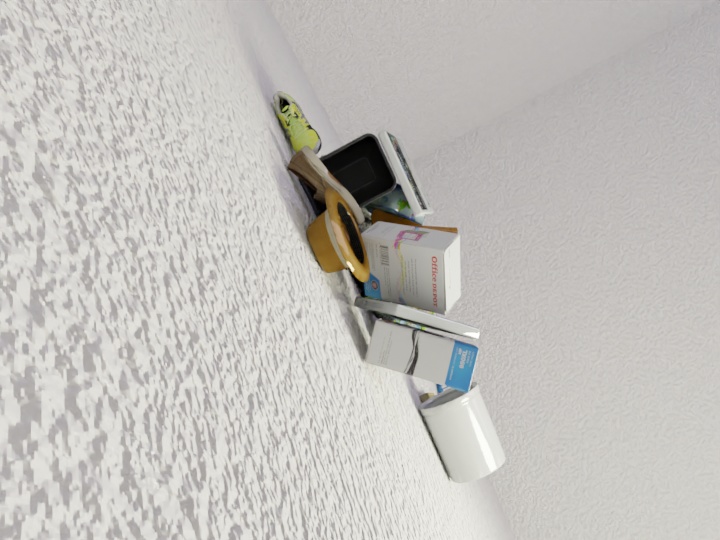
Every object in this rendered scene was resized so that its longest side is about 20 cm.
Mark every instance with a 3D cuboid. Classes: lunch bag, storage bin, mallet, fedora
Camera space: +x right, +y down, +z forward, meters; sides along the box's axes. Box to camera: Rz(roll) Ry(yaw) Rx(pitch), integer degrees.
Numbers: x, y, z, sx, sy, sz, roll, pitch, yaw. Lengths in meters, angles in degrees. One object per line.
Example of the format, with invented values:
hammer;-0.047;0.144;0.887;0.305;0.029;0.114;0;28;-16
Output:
lunch bag;0.074;-0.182;1.476;0.159;0.084;0.198;23;-2;-42
storage bin;-0.027;-0.207;1.277;0.137;0.197;0.094;63;8;-7
mallet;0.000;0.000;1.472;0.067;0.041;0.200;62;3;-11
fedora;-0.050;-0.057;1.071;0.200;0.081;0.204;-23;91;-79

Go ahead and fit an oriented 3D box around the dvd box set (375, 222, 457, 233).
dvd box set;0.128;-0.037;1.352;0.030;0.195;0.149;-83;177;-66

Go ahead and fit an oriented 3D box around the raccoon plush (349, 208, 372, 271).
raccoon plush;-0.033;-0.094;1.260;0.134;0.095;0.202;53;18;-43

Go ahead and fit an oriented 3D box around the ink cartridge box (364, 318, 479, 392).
ink cartridge box;0.118;0.158;1.078;0.145;0.196;0.086;29;75;-81

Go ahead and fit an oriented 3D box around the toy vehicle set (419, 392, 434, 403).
toy vehicle set;0.224;0.428;1.679;0.200;0.026;0.126;44;22;-72

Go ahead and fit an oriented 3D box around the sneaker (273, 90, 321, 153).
sneaker;-0.160;-0.347;1.348;0.201;0.075;0.076;57;10;29

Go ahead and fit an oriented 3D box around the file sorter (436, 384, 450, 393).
file sorter;0.394;0.519;2.281;0.141;0.121;0.200;63;7;-4

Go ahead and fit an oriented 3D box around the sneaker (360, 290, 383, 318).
sneaker;0.046;0.072;1.454;0.200;0.073;0.082;-46;117;-75

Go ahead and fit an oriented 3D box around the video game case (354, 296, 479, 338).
video game case;0.109;0.094;1.131;0.197;0.024;0.181;17;-5;-25

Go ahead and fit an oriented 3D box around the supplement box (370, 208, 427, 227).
supplement box;0.098;-0.060;1.491;0.200;0.194;0.135;-177;-74;-88

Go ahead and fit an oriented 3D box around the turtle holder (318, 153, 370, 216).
turtle holder;-0.050;-0.207;1.394;0.141;0.130;0.188;56;11;-54

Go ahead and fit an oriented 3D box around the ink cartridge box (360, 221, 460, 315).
ink cartridge box;0.105;-0.008;1.167;0.084;0.197;0.147;-37;131;-45

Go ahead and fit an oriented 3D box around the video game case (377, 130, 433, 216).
video game case;0.108;-0.221;1.315;0.203;0.023;0.182;66;16;1

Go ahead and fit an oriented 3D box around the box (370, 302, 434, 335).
box;0.110;0.112;1.311;0.111;0.034;0.201;53;56;-29

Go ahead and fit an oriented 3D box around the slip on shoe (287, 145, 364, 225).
slip on shoe;-0.072;-0.166;1.175;0.201;0.060;0.076;50;-8;-5

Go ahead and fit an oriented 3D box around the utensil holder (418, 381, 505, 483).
utensil holder;0.266;0.419;1.465;0.170;0.167;0.203;2;65;-82
